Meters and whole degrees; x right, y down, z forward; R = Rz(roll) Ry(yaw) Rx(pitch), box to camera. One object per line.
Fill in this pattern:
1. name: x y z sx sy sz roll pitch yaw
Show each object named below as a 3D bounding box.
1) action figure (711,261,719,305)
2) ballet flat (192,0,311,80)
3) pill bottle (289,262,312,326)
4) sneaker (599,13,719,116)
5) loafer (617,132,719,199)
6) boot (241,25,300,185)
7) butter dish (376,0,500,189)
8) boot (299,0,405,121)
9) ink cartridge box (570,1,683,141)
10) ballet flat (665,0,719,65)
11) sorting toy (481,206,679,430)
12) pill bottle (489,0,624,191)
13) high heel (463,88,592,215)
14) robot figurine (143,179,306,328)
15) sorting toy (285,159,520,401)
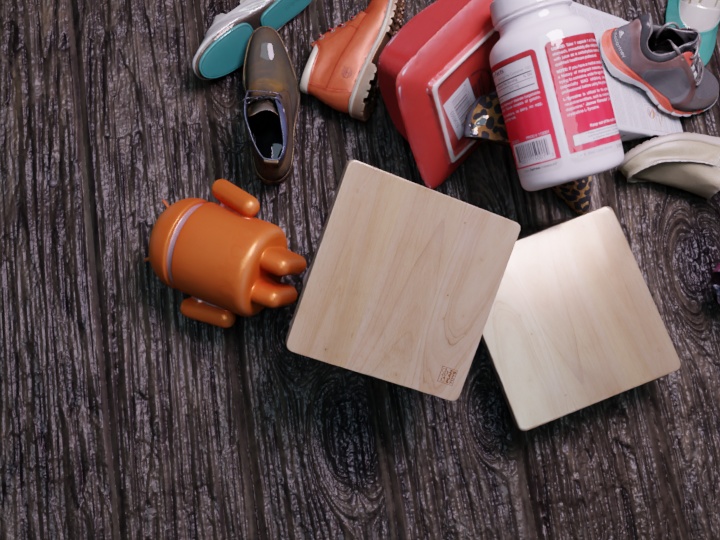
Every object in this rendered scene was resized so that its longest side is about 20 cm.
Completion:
1. action figure: 0.488 -0.056 0.836 0.133 0.149 0.202 15 72 37
2. ballet flat: -0.150 -0.327 0.966 0.200 0.069 0.070 -42 81 -9
3. pill bottle: 0.000 0.000 0.872 0.111 0.111 0.201 31 83 7
4. sneaker: 0.381 -0.247 0.880 0.198 0.082 0.078 11 68 -30
5. loafer: 0.417 -0.124 0.896 0.197 0.076 0.069 -3 74 1
6. boot: -0.109 -0.212 0.906 0.074 0.097 0.203 -5 90 -6
7. butter dish: 0.091 -0.242 0.893 0.199 0.201 0.147 -45 56 -12
8. boot: -0.007 -0.303 0.948 0.106 0.075 0.202 20 81 13
9. ink cartridge box: 0.308 -0.235 0.908 0.198 0.057 0.165 1 75 -40
10. ballet flat: 0.433 -0.362 0.940 0.066 0.070 0.203 7 81 3
11. sorting toy: 0.236 0.057 0.868 0.197 0.070 0.202 -20 80 -3
12. pill bottle: 0.202 -0.195 0.779 0.111 0.112 0.202 -15 95 -1
13. high heel: 0.199 -0.127 0.875 0.142 0.071 0.201 -38 107 -28
14. robot figurine: -0.165 -0.019 0.873 0.198 0.145 0.117 19 47 16
15. sorting toy: 0.040 0.010 0.784 0.197 0.070 0.202 19 95 -15
